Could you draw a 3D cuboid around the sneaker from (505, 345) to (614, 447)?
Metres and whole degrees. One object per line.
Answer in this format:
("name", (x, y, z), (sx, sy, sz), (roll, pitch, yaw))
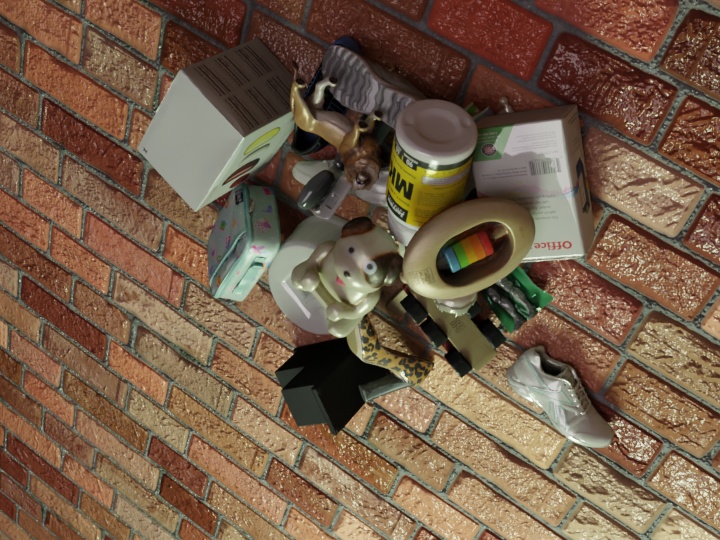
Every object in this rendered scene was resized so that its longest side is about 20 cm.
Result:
("sneaker", (0.328, 0.203, 1.399), (0.200, 0.070, 0.081), (39, 127, 10))

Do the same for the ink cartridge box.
("ink cartridge box", (0.244, -0.120, 1.244), (0.143, 0.087, 0.203), (-3, 111, 30))

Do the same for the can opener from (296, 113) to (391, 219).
("can opener", (-0.020, -0.169, 1.369), (0.052, 0.066, 0.201), (37, 93, 22))

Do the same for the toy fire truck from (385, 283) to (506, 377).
("toy fire truck", (0.126, 0.074, 1.443), (0.128, 0.200, 0.176), (-40, 103, 4))

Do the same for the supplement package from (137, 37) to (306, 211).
("supplement package", (-0.219, -0.239, 1.429), (0.147, 0.200, 0.191), (46, 131, 3))

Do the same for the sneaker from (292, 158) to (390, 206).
("sneaker", (-0.017, -0.169, 1.430), (0.197, 0.075, 0.090), (14, 110, 20))

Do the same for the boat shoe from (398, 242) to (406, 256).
("boat shoe", (0.096, -0.108, 1.380), (0.067, 0.072, 0.202), (10, 127, 21))

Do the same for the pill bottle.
("pill bottle", (0.094, -0.130, 1.236), (0.113, 0.115, 0.201), (29, 145, 16))

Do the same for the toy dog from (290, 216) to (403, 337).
("toy dog", (0.000, 0.000, 1.346), (0.141, 0.192, 0.200), (59, 163, 6))

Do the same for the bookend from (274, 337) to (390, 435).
("bookend", (-0.082, 0.213, 1.590), (0.197, 0.200, 0.093), (-15, 107, 37))

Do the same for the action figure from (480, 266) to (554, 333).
("action figure", (0.200, 0.003, 1.386), (0.200, 0.055, 0.118), (49, 134, 6))

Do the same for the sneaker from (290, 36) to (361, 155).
("sneaker", (-0.057, -0.269, 1.384), (0.070, 0.078, 0.202), (32, 129, 16))

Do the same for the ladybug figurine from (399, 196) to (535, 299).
("ladybug figurine", (0.142, -0.036, 1.209), (0.197, 0.072, 0.137), (-22, 123, -1))

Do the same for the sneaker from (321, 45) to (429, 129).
("sneaker", (0.028, -0.268, 1.316), (0.199, 0.082, 0.075), (38, 119, 11))

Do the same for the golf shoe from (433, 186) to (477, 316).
("golf shoe", (0.149, -0.035, 1.294), (0.077, 0.202, 0.098), (11, 150, 6))

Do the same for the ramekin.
("ramekin", (-0.067, 0.013, 1.536), (0.198, 0.098, 0.203), (16, 123, 26))

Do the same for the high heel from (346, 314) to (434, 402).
("high heel", (0.053, 0.120, 1.502), (0.071, 0.141, 0.203), (-134, 29, -58))

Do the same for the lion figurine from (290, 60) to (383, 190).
("lion figurine", (-0.041, -0.212, 1.301), (0.200, 0.072, 0.123), (42, 145, 4))

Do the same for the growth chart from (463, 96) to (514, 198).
("growth chart", (0.168, -0.181, 1.324), (0.198, 0.018, 0.146), (-20, 102, 39))

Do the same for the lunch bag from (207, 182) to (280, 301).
("lunch bag", (-0.211, -0.048, 1.555), (0.076, 0.162, 0.200), (12, 140, -25))
